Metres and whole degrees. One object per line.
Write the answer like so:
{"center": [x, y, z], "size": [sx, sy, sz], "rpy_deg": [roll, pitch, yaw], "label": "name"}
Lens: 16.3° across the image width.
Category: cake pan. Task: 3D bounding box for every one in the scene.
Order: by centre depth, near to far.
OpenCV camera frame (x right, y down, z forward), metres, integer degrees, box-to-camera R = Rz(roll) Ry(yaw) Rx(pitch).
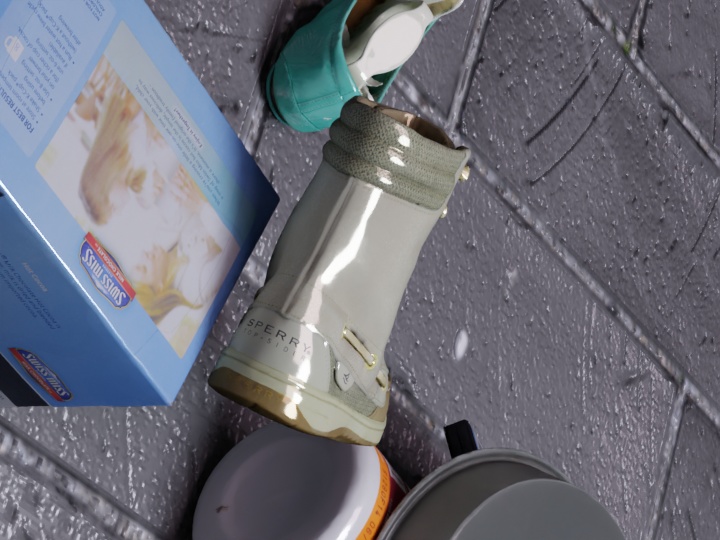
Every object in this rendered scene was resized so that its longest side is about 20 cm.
{"center": [0.077, 0.193, 1.303], "size": [0.200, 0.037, 0.201], "rpy_deg": [-2, 93, -42], "label": "cake pan"}

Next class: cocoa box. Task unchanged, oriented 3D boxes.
{"center": [-0.153, -0.049, 1.120], "size": [0.200, 0.131, 0.134], "rpy_deg": [56, 47, -36], "label": "cocoa box"}

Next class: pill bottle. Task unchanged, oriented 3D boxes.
{"center": [0.003, 0.174, 1.345], "size": [0.200, 0.109, 0.110], "rpy_deg": [53, 48, -38], "label": "pill bottle"}

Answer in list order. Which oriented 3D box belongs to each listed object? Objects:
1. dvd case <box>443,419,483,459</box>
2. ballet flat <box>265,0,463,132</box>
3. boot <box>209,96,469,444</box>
{"center": [0.098, 0.193, 1.459], "size": [0.200, 0.017, 0.143], "rpy_deg": [61, 11, -53], "label": "dvd case"}
{"center": [0.020, -0.146, 1.421], "size": [0.200, 0.070, 0.068], "rpy_deg": [-55, 130, -41], "label": "ballet flat"}
{"center": [0.000, 0.000, 1.203], "size": [0.155, 0.072, 0.200], "rpy_deg": [-66, 168, 1], "label": "boot"}
